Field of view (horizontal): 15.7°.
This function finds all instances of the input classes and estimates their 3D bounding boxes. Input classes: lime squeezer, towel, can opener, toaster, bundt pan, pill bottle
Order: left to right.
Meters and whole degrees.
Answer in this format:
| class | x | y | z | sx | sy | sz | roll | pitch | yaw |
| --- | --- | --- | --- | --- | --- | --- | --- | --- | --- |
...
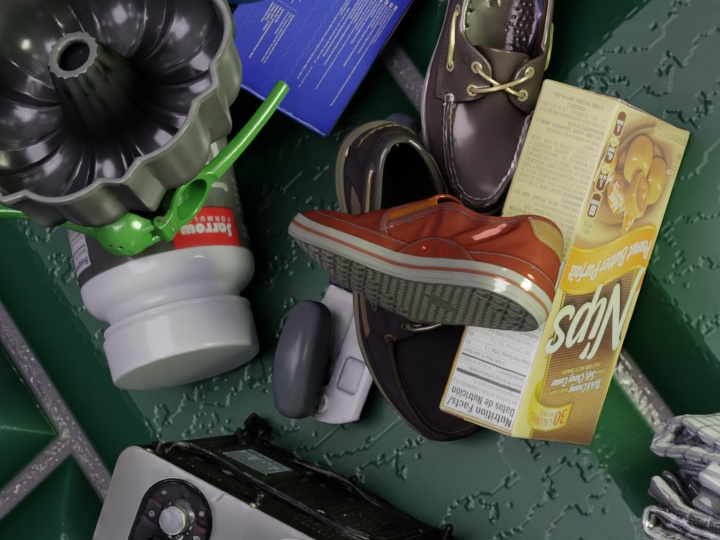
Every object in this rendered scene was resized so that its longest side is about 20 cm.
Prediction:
| class | x | y | z | sx | sy | sz | roll | pitch | yaw |
| --- | --- | --- | --- | --- | --- | --- | --- | --- | --- |
| bundt pan | -0.159 | -0.110 | 1.567 | 0.201 | 0.076 | 0.203 | -9 | 60 | 15 |
| lime squeezer | -0.126 | -0.048 | 1.592 | 0.199 | 0.038 | 0.071 | -23 | 45 | 4 |
| pill bottle | -0.131 | -0.034 | 1.660 | 0.114 | 0.114 | 0.201 | -20 | 76 | 24 |
| toaster | -0.049 | 0.178 | 1.562 | 0.180 | 0.200 | 0.119 | 26 | 99 | 19 |
| can opener | 0.000 | 0.000 | 1.614 | 0.053 | 0.067 | 0.201 | 21 | 95 | 27 |
| towel | 0.260 | 0.150 | 1.408 | 0.200 | 0.165 | 0.086 | 26 | 103 | 28 |

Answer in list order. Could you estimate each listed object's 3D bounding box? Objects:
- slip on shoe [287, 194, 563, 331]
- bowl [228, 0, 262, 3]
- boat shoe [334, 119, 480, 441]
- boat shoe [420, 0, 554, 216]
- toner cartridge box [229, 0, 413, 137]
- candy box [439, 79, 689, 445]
| class | x | y | z | sx | sy | sz | roll | pitch | yaw |
| --- | --- | --- | --- | --- | --- | --- | --- | --- | --- |
| slip on shoe | 0.038 | -0.011 | 1.479 | 0.200 | 0.074 | 0.061 | 9 | 64 | 47 |
| bowl | -0.059 | -0.265 | 1.603 | 0.200 | 0.039 | 0.201 | -20 | 60 | 38 |
| boat shoe | 0.031 | 0.009 | 1.564 | 0.074 | 0.073 | 0.201 | -18 | 96 | -9 |
| boat shoe | 0.081 | -0.132 | 1.579 | 0.072 | 0.060 | 0.201 | 10 | 87 | -8 |
| toner cartridge box | -0.010 | -0.194 | 1.627 | 0.095 | 0.043 | 0.200 | 30 | 101 | -17 |
| candy box | 0.121 | -0.002 | 1.524 | 0.055 | 0.115 | 0.201 | 18 | 93 | 29 |
